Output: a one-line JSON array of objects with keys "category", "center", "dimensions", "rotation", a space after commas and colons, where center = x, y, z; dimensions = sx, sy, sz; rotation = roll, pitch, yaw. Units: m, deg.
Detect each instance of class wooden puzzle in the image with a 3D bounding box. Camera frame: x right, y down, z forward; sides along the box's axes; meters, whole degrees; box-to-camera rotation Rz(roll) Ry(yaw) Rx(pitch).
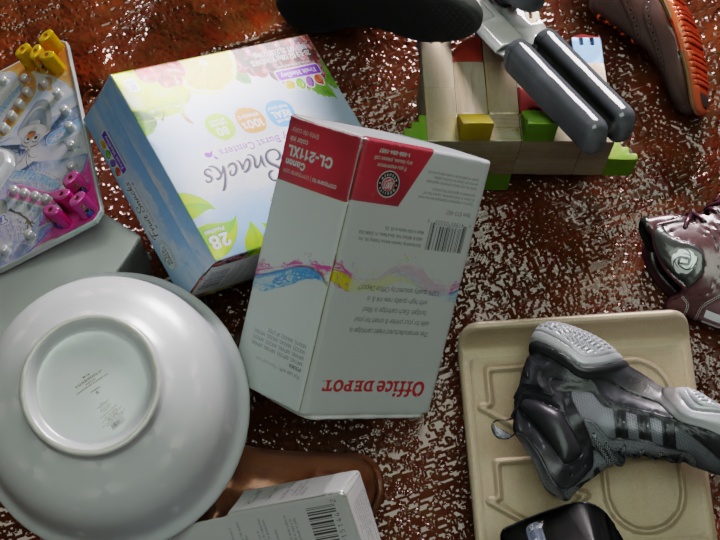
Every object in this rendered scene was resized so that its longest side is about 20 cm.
[{"category": "wooden puzzle", "center": [0.172, 0.138, 1.210], "dimensions": [0.183, 0.046, 0.202], "rotation": [-3, 78, -3]}]

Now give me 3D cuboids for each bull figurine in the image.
[{"category": "bull figurine", "center": [-0.082, 0.179, 1.175], "dimensions": [0.198, 0.065, 0.123], "rotation": [3, 77, 1]}]

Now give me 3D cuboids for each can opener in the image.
[{"category": "can opener", "center": [0.139, -0.176, 1.207], "dimensions": [0.053, 0.067, 0.200], "rotation": [-23, 53, -21]}]

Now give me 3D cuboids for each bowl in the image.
[{"category": "bowl", "center": [-0.177, 0.087, 1.071], "dimensions": [0.199, 0.090, 0.203], "rotation": [-1, 73, 2]}]

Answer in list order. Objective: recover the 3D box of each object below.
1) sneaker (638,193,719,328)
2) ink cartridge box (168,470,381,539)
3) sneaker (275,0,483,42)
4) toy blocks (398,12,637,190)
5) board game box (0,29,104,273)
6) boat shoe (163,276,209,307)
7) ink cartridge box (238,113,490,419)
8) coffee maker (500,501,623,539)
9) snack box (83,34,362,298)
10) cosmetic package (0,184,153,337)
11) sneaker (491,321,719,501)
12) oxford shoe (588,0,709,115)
[{"category": "sneaker", "center": [0.285, -0.052, 1.256], "dimensions": [0.114, 0.076, 0.202], "rotation": [12, 73, 5]}, {"category": "ink cartridge box", "center": [-0.057, 0.256, 1.119], "dimensions": [0.174, 0.045, 0.202], "rotation": [-13, 102, 18]}, {"category": "sneaker", "center": [0.028, -0.247, 1.268], "dimensions": [0.200, 0.067, 0.109], "rotation": [9, 62, 40]}, {"category": "toy blocks", "center": [0.122, -0.150, 1.276], "dimensions": [0.198, 0.100, 0.138], "rotation": [0, 62, -4]}, {"category": "board game box", "center": [-0.301, -0.074, 1.195], "dimensions": [0.198, 0.026, 0.201], "rotation": [-26, 51, 8]}, {"category": "boat shoe", "center": [-0.174, 0.091, 1.188], "dimensions": [0.072, 0.068, 0.201], "rotation": [39, 73, -15]}, {"category": "ink cartridge box", "center": [0.000, 0.000, 1.149], "dimensions": [0.082, 0.145, 0.202], "rotation": [21, 100, 41]}, {"category": "coffee maker", "center": [0.167, 0.270, 1.078], "dimensions": [0.190, 0.136, 0.201], "rotation": [-2, 30, -4]}, {"category": "snack box", "center": [-0.086, -0.084, 1.207], "dimensions": [0.199, 0.068, 0.170], "rotation": [-18, 72, -40]}, {"category": "cosmetic package", "center": [-0.246, 0.048, 1.186], "dimensions": [0.090, 0.107, 0.201], "rotation": [28, 72, 7]}, {"category": "sneaker", "center": [0.194, 0.130, 1.153], "dimensions": [0.199, 0.076, 0.114], "rotation": [30, 78, 10]}, {"category": "oxford shoe", "center": [0.237, -0.215, 1.317], "dimensions": [0.072, 0.071, 0.202], "rotation": [-23, 77, 20]}]
